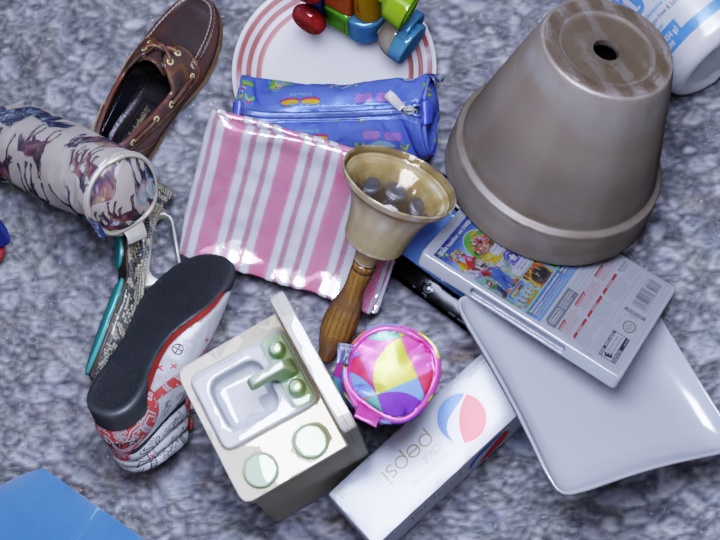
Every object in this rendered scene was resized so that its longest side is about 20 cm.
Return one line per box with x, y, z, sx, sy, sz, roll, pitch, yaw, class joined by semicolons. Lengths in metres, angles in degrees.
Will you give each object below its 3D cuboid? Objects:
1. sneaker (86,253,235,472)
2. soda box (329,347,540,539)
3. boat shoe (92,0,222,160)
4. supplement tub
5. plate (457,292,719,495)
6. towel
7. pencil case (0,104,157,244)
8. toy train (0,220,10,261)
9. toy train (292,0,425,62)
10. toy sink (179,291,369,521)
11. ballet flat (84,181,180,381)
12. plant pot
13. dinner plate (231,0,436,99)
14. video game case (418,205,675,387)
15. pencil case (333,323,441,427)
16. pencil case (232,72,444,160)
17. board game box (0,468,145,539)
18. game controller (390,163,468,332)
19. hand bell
-0.170;0.085;1.331;0.067;0.108;0.202;15;52;22;sneaker
0.068;0.157;1.298;0.200;0.068;0.064;-42;73;-8;soda box
-0.194;-0.185;1.422;0.070;0.070;0.201;22;75;11;boat shoe
0.284;-0.277;1.379;0.132;0.132;0.200;-35;74;-6;supplement tub
0.199;0.095;1.276;0.199;0.032;0.200;-9;58;-30;plate
-0.060;-0.052;1.342;0.199;0.030;0.147;17;112;3;towel
-0.272;-0.092;1.358;0.078;0.090;0.199;-23;35;-40;pencil case
-0.441;-0.036;1.395;0.199;0.085;0.116;-24;63;-3;toy train
0.003;-0.261;1.331;0.115;0.200;0.085;33;79;7;toy train
-0.073;0.122;1.252;0.112;0.200;0.131;-29;74;-5;toy sink
-0.203;0.009;1.372;0.075;0.068;0.201;11;72;-15;ballet flat
0.189;-0.136;1.289;0.198;0.174;0.201;7;52;-9;plant pot
-0.025;-0.193;1.434;0.199;0.024;0.202;-2;73;5;dinner plate
0.167;0.005;1.303;0.199;0.018;0.143;33;45;10;video game case
0.019;0.091;1.253;0.088;0.200;0.089;0;84;-1;pencil case
-0.022;-0.142;1.363;0.198;0.087;0.079;1;84;6;pencil case
-0.268;0.279;1.307;0.199;0.039;0.159;31;83;18;board game box
0.088;-0.016;1.363;0.200;0.042;0.105;36;79;14;game controller
0.000;0.000;1.304;0.103;0.201;0.104;16;34;-11;hand bell
